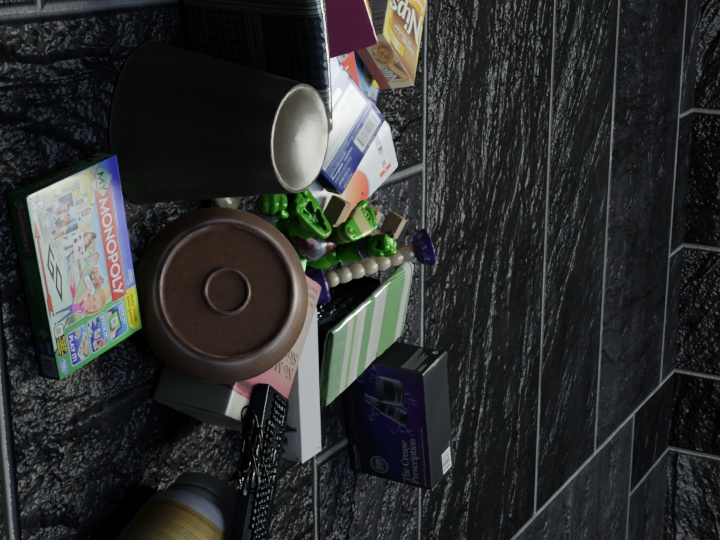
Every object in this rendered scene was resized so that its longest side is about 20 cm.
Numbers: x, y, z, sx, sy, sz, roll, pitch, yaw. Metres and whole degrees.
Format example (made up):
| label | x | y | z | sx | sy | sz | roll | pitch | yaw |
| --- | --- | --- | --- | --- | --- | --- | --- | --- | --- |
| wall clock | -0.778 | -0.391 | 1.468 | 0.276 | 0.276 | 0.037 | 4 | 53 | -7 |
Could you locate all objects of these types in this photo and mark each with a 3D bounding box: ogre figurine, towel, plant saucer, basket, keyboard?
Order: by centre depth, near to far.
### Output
| label | x | y | z | sx | sy | sz | roll | pitch | yaw |
| --- | --- | --- | --- | --- | --- | --- | --- | --- | --- |
| basket | -0.146 | -0.147 | 1.340 | 0.136 | 0.200 | 0.181 | -4 | 102 | -60 |
| towel | -0.112 | -0.251 | 1.373 | 0.035 | 0.200 | 0.193 | -33 | 127 | -45 |
| plant saucer | -0.152 | 0.025 | 1.411 | 0.034 | 0.200 | 0.201 | 151 | -42 | -71 |
| keyboard | -0.106 | 0.229 | 1.424 | 0.104 | 0.040 | 0.201 | 43 | 49 | -57 |
| ogre figurine | -0.065 | -0.045 | 1.562 | 0.200 | 0.120 | 0.098 | -5 | 77 | -45 |
| towel | 0.007 | 0.083 | 1.742 | 0.200 | 0.023 | 0.153 | -41 | 152 | -41 |

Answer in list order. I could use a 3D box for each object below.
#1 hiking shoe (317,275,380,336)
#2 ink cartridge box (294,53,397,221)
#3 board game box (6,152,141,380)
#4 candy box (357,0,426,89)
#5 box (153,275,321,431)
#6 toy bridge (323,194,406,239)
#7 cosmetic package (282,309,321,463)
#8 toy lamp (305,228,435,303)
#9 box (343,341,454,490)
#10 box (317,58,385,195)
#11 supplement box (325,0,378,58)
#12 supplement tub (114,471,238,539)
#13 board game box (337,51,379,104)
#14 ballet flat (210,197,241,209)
| label | x | y | z | sx | sy | sz | roll | pitch | yaw |
| --- | --- | --- | --- | --- | --- | --- | --- | --- | --- |
| hiking shoe | -0.028 | 0.069 | 1.742 | 0.200 | 0.074 | 0.087 | -25 | 120 | -55 |
| ink cartridge box | -0.025 | -0.160 | 1.648 | 0.162 | 0.050 | 0.200 | -48 | 151 | -25 |
| board game box | -0.290 | -0.006 | 1.299 | 0.135 | 0.029 | 0.201 | -36 | 129 | -51 |
| candy box | 0.042 | -0.363 | 1.724 | 0.115 | 0.055 | 0.201 | 50 | 41 | -52 |
| box | -0.143 | 0.084 | 1.504 | 0.128 | 0.109 | 0.201 | 38 | 65 | -58 |
| toy bridge | 0.002 | -0.055 | 1.709 | 0.067 | 0.027 | 0.200 | -62 | 155 | 8 |
| cosmetic package | -0.099 | 0.142 | 1.629 | 0.051 | 0.082 | 0.201 | -29 | 122 | -55 |
| toy lamp | 0.000 | 0.000 | 1.683 | 0.058 | 0.199 | 0.058 | 163 | -90 | -82 |
| box | 0.055 | 0.209 | 1.864 | 0.079 | 0.141 | 0.201 | -37 | 129 | -48 |
| box | -0.052 | -0.198 | 1.562 | 0.121 | 0.032 | 0.200 | -60 | 141 | -15 |
| supplement box | -0.054 | -0.352 | 1.459 | 0.200 | 0.103 | 0.131 | -99 | 172 | -47 |
| supplement tub | -0.213 | 0.339 | 1.414 | 0.200 | 0.144 | 0.145 | -51 | 140 | -41 |
| board game box | -0.038 | -0.249 | 1.675 | 0.200 | 0.034 | 0.136 | 25 | 76 | -61 |
| ballet flat | -0.146 | -0.165 | 1.480 | 0.066 | 0.057 | 0.201 | -6 | 103 | -64 |
